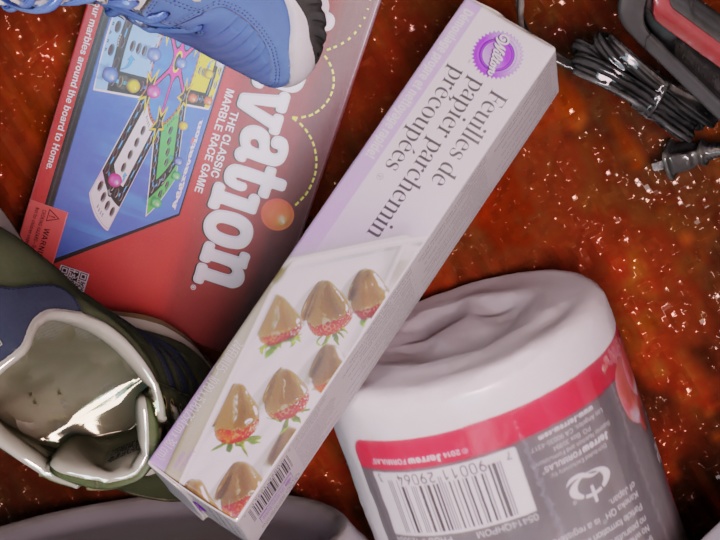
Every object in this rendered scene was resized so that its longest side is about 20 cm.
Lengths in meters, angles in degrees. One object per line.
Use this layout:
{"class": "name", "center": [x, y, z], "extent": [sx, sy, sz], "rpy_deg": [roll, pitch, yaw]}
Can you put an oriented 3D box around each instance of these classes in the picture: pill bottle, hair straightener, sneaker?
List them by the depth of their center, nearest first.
{"class": "sneaker", "center": [-0.096, -0.113, 0.831], "extent": [0.200, 0.076, 0.077], "rpy_deg": [34, 75, -29]}
{"class": "sneaker", "center": [-0.094, 0.050, 0.874], "extent": [0.067, 0.090, 0.200], "rpy_deg": [-41, 138, 4]}
{"class": "hair straightener", "center": [0.123, -0.051, 0.883], "extent": [0.199, 0.041, 0.077], "rpy_deg": [30, 138, -21]}
{"class": "pill bottle", "center": [0.067, 0.111, 0.920], "extent": [0.110, 0.111, 0.201], "rpy_deg": [-17, 107, 10]}

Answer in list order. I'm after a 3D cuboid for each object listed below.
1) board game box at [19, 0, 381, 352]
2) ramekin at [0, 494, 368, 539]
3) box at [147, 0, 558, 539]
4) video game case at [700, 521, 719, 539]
{"class": "board game box", "center": [-0.055, -0.072, 0.919], "extent": [0.102, 0.019, 0.201], "rpy_deg": [18, 109, -3]}
{"class": "ramekin", "center": [-0.076, 0.150, 0.907], "extent": [0.199, 0.200, 0.106], "rpy_deg": [-5, 98, 7]}
{"class": "box", "center": [0.000, 0.000, 0.860], "extent": [0.039, 0.041, 0.200], "rpy_deg": [31, 78, 14]}
{"class": "video game case", "center": [0.115, 0.203, 0.895], "extent": [0.200, 0.024, 0.182], "rpy_deg": [-43, 125, -8]}
